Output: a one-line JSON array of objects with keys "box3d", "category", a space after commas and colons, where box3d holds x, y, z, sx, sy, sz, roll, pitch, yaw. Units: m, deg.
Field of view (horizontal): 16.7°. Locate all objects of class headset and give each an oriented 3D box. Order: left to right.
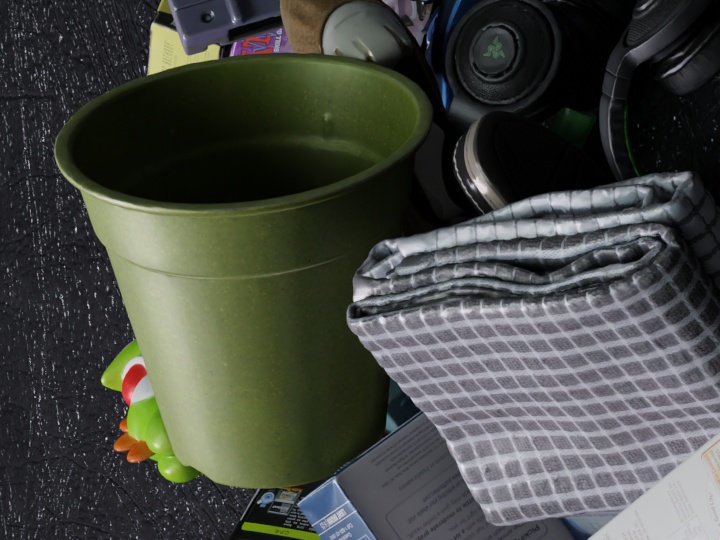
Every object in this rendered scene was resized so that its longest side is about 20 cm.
[{"box3d": [0.090, -0.124, 1.308, 0.094, 0.123, 0.201, 31, 119, 28], "category": "headset"}, {"box3d": [0.185, -0.108, 1.132, 0.094, 0.123, 0.201, -116, 39, -77], "category": "headset"}]

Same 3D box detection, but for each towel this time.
[{"box3d": [0.106, 0.043, 1.179, 0.199, 0.166, 0.086, -12, 45, 37], "category": "towel"}]

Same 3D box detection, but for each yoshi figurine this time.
[{"box3d": [-0.092, 0.068, 1.563, 0.112, 0.112, 0.200, -55, 16, 19], "category": "yoshi figurine"}]

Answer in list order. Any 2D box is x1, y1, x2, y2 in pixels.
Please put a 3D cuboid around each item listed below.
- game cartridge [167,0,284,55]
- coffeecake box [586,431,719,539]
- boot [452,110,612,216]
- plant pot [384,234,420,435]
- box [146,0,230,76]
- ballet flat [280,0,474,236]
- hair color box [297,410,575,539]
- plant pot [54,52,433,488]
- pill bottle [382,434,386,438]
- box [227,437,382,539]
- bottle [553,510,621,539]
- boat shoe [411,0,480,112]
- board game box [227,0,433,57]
[{"box3d": [-0.029, -0.215, 1.460, 0.038, 0.199, 0.130, 90, 162, -73], "category": "game cartridge"}, {"box3d": [0.171, 0.152, 1.119, 0.200, 0.153, 0.073, -43, 54, 28], "category": "coffeecake box"}, {"box3d": [0.083, 0.010, 1.284, 0.150, 0.200, 0.073, -22, 39, 42], "category": "boot"}, {"box3d": [0.000, 0.000, 1.483, 0.200, 0.141, 0.141, 51, 178, 27], "category": "plant pot"}, {"box3d": [-0.085, -0.213, 1.612, 0.075, 0.050, 0.201, 105, -176, -60], "category": "box"}, {"box3d": [0.019, -0.092, 1.380, 0.201, 0.068, 0.072, 64, 169, 5], "category": "ballet flat"}, {"box3d": [0.067, 0.172, 1.292, 0.200, 0.100, 0.061, 55, 150, 4], "category": "hair color box"}, {"box3d": [-0.054, 0.008, 1.321, 0.200, 0.199, 0.191, 41, 141, 54], "category": "plant pot"}, {"box3d": [0.008, 0.157, 1.587, 0.113, 0.112, 0.201, -19, 81, 64], "category": "pill bottle"}, {"box3d": [0.009, 0.184, 1.401, 0.199, 0.194, 0.048, 6, 141, 30], "category": "box"}, {"box3d": [0.172, 0.110, 1.265, 0.200, 0.083, 0.066, -9, 72, 56], "category": "bottle"}, {"box3d": [0.059, -0.136, 1.434, 0.201, 0.084, 0.069, 109, 147, -40], "category": "boat shoe"}, {"box3d": [-0.024, -0.138, 1.559, 0.032, 0.119, 0.201, -90, 11, -49], "category": "board game box"}]
